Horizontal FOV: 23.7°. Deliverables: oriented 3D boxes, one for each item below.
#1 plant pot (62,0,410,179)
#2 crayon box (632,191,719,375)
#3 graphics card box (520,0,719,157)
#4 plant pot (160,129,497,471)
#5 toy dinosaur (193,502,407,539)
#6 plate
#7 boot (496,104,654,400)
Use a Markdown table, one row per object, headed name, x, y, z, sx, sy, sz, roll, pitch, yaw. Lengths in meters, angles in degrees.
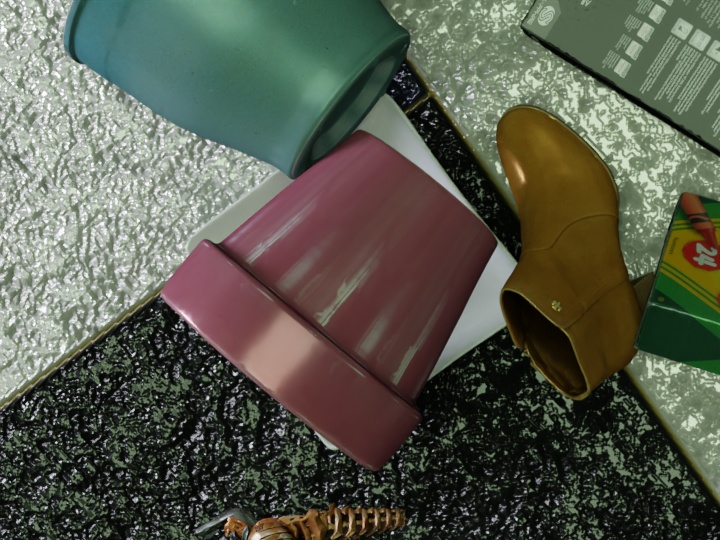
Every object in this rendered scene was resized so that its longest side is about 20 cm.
| name | x | y | z | sx | sy | sz | roll | pitch | yaw |
| --- | --- | --- | --- | --- | --- | --- | --- | --- | --- |
| plant pot | -0.075 | -0.172 | 1.225 | 0.188 | 0.200 | 0.200 | 39 | 98 | 6 |
| crayon box | 0.304 | 0.027 | 1.199 | 0.200 | 0.127 | 0.051 | 17 | 135 | 8 |
| graphics card box | 0.231 | -0.175 | 1.244 | 0.200 | 0.051 | 0.126 | 32 | 97 | 7 |
| plant pot | -0.009 | 0.010 | 1.192 | 0.200 | 0.200 | 0.179 | 38 | 88 | 7 |
| toy dinosaur | -0.062 | 0.233 | 1.291 | 0.200 | 0.102 | 0.136 | -36 | 67 | 30 |
| plate | 0.000 | 0.000 | 1.299 | 0.200 | 0.032 | 0.200 | -38 | 85 | 10 |
| boot | 0.134 | -0.016 | 1.214 | 0.071 | 0.144 | 0.201 | -34 | 88 | 40 |
